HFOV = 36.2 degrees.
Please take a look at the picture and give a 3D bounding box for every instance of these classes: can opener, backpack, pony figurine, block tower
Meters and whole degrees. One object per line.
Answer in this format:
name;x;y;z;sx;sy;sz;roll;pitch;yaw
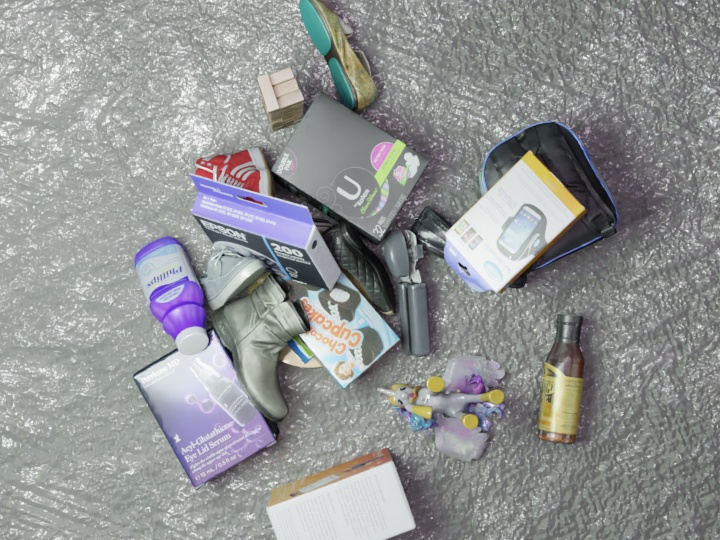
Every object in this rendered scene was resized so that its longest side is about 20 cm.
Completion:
can opener;0.067;0.036;1.713;0.066;0.053;0.202;-8;96;-32
backpack;0.277;-0.115;1.691;0.182;0.147;0.201;-25;87;3
pony figurine;0.139;0.202;1.679;0.192;0.200;0.168;13;82;-17
block tower;-0.119;-0.255;1.655;0.057;0.200;0.054;-21;90;-2

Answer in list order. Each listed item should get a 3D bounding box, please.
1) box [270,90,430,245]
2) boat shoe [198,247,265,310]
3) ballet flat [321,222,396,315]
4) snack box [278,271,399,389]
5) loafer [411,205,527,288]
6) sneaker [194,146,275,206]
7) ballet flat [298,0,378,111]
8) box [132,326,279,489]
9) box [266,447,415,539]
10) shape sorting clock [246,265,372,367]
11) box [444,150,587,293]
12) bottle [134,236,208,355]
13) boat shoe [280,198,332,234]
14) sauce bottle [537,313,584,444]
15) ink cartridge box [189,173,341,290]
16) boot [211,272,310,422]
box;-0.017;-0.154;1.695;0.199;0.124;0.149;32;87;0
boat shoe;-0.204;0.006;1.652;0.070;0.201;0.072;-36;92;-26
ballet flat;0.000;0.000;1.692;0.056;0.067;0.200;-23;129;17
snack box;-0.048;0.070;1.691;0.116;0.037;0.200;-40;85;-11
loafer;0.175;-0.034;1.726;0.199;0.068;0.071;27;98;2
sneaker;-0.189;-0.125;1.655;0.112;0.200;0.072;-11;117;-9
ballet flat;-0.030;-0.347;1.733;0.070;0.071;0.201;-26;89;-2
box;-0.235;0.207;1.692;0.147;0.104;0.201;-31;90;-2
box;-0.030;0.361;1.672;0.199;0.152;0.107;-20;89;-3
shape sorting clock;-0.081;0.052;1.731;0.198;0.039;0.202;1;78;-6
box;0.218;-0.062;1.609;0.200;0.041;0.119;-45;75;14
bottle;-0.280;0.040;1.662;0.083;0.065;0.201;-28;51;0
boat shoe;-0.135;-0.081;1.711;0.198;0.075;0.063;7;70;8
sauce bottle;0.319;0.169;1.732;0.065;0.066;0.202;6;86;-2
ink cartridge box;-0.143;-0.052;1.599;0.197;0.200;0.044;17;68;22
boot;-0.127;0.114;1.639;0.130;0.068;0.201;-30;83;14
